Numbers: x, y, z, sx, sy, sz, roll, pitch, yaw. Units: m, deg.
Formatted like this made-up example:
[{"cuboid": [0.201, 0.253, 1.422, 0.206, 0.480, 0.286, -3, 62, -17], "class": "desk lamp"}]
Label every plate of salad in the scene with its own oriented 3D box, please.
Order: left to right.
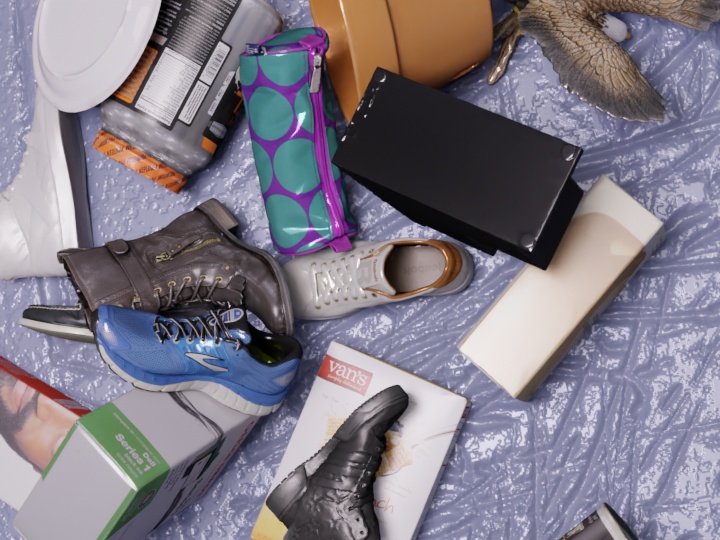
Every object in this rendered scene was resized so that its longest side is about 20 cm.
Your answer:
[{"cuboid": [-0.244, -0.245, 1.335, 0.199, 0.048, 0.202, -13, 70, 40], "class": "plate of salad"}]

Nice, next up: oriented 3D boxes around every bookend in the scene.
[{"cuboid": [0.110, -0.070, 1.211, 0.199, 0.199, 0.093, 26, 88, 28], "class": "bookend"}]

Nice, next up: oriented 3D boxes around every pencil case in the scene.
[{"cuboid": [-0.056, -0.119, 1.303, 0.092, 0.085, 0.202, 8, 113, 48], "class": "pencil case"}]

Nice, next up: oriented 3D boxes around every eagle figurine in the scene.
[{"cuboid": [0.208, -0.230, 1.258, 0.150, 0.200, 0.153, -18, 116, -27], "class": "eagle figurine"}]

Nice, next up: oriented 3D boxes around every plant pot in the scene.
[{"cuboid": [0.035, -0.242, 1.285, 0.139, 0.200, 0.202, -16, 79, -6], "class": "plant pot"}]

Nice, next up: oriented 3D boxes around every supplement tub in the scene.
[{"cuboid": [-0.169, -0.183, 1.350, 0.122, 0.123, 0.201, 29, 90, 15], "class": "supplement tub"}]

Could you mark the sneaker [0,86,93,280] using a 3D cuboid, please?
[{"cuboid": [-0.335, -0.090, 1.402, 0.114, 0.074, 0.202, -7, 83, 9], "class": "sneaker"}]

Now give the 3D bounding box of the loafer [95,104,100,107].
[{"cuboid": [-0.241, -0.261, 1.407, 0.076, 0.067, 0.202, 23, 105, 27], "class": "loafer"}]

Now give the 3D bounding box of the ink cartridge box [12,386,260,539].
[{"cuboid": [-0.192, 0.169, 1.252, 0.084, 0.200, 0.146, 44, 123, 12], "class": "ink cartridge box"}]

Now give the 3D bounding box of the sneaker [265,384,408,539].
[{"cuboid": [-0.007, 0.203, 1.257, 0.200, 0.060, 0.104, -44, 74, 10], "class": "sneaker"}]

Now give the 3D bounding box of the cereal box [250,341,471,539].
[{"cuboid": [0.001, 0.184, 1.307, 0.143, 0.040, 0.201, 21, 88, 14], "class": "cereal box"}]

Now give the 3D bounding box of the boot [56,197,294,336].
[{"cuboid": [-0.171, 0.023, 1.302, 0.173, 0.070, 0.200, -25, 49, -25], "class": "boot"}]

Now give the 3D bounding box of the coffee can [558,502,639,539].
[{"cuboid": [0.175, 0.317, 1.195, 0.200, 0.146, 0.147, -39, 76, 5], "class": "coffee can"}]

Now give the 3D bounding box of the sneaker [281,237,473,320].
[{"cuboid": [0.000, 0.000, 1.308, 0.198, 0.085, 0.074, -11, 81, 16], "class": "sneaker"}]

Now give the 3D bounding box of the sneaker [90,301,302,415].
[{"cuboid": [-0.139, 0.058, 1.223, 0.089, 0.199, 0.079, -55, 35, 30], "class": "sneaker"}]

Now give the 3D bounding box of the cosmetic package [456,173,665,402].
[{"cuboid": [0.181, 0.019, 1.255, 0.071, 0.105, 0.200, 41, 94, 14], "class": "cosmetic package"}]

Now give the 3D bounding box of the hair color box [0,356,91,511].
[{"cuboid": [-0.345, 0.157, 1.378, 0.199, 0.064, 0.112, 27, 89, 14], "class": "hair color box"}]

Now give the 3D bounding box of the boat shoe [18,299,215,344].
[{"cuboid": [-0.232, 0.039, 1.362, 0.197, 0.074, 0.067, 5, 82, 13], "class": "boat shoe"}]
